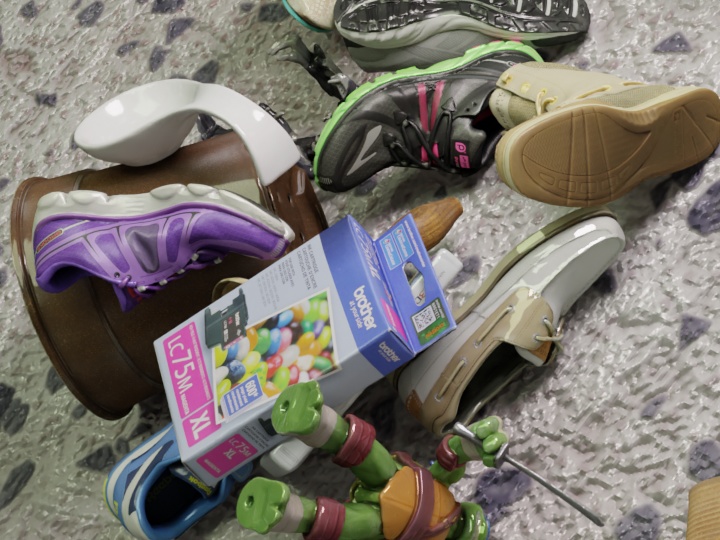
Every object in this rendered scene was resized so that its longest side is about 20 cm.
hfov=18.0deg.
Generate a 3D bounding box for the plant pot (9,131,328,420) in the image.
[{"bbox_3d":[-0.135,-0.009,1.752,0.198,0.200,0.200,-19,45,14],"label":"plant pot"}]

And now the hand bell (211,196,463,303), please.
[{"bbox_3d":[0.000,0.000,1.658,0.200,0.104,0.104,-36,35,-28],"label":"hand bell"}]

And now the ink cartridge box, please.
[{"bbox_3d":[-0.040,0.044,1.511,0.200,0.042,0.119,-31,43,11],"label":"ink cartridge box"}]

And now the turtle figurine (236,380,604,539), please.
[{"bbox_3d":[0.035,0.155,1.446,0.144,0.194,0.200,-52,34,21],"label":"turtle figurine"}]

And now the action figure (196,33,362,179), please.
[{"bbox_3d":[-0.053,-0.121,1.839,0.200,0.102,0.119,-18,35,29],"label":"action figure"}]

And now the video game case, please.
[{"bbox_3d":[-0.003,0.069,1.599,0.182,0.024,0.200,-50,-1,-8],"label":"video game case"}]

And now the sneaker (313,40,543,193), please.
[{"bbox_3d":[0.056,-0.110,1.737,0.200,0.077,0.084,-25,51,-2],"label":"sneaker"}]

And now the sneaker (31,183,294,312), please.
[{"bbox_3d":[-0.141,-0.012,1.625,0.200,0.081,0.084,-3,72,21],"label":"sneaker"}]

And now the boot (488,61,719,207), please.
[{"bbox_3d":[0.139,-0.103,1.629,0.200,0.073,0.155,-19,24,-36],"label":"boot"}]

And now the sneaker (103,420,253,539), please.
[{"bbox_3d":[-0.105,0.124,1.680,0.200,0.074,0.082,-51,20,4],"label":"sneaker"}]

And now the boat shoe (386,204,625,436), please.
[{"bbox_3d":[0.112,0.038,1.596,0.200,0.075,0.068,-41,57,12],"label":"boat shoe"}]

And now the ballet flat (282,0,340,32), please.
[{"bbox_3d":[-0.015,-0.242,1.868,0.062,0.067,0.200,-45,1,18],"label":"ballet flat"}]

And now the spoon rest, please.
[{"bbox_3d":[-0.132,-0.109,1.678,0.200,0.061,0.099,13,42,42],"label":"spoon rest"}]

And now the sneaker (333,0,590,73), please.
[{"bbox_3d":[0.082,-0.194,1.799,0.200,0.079,0.074,-2,54,10],"label":"sneaker"}]

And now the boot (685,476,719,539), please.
[{"bbox_3d":[0.282,0.176,1.347,0.201,0.071,0.144,-21,51,29],"label":"boot"}]
